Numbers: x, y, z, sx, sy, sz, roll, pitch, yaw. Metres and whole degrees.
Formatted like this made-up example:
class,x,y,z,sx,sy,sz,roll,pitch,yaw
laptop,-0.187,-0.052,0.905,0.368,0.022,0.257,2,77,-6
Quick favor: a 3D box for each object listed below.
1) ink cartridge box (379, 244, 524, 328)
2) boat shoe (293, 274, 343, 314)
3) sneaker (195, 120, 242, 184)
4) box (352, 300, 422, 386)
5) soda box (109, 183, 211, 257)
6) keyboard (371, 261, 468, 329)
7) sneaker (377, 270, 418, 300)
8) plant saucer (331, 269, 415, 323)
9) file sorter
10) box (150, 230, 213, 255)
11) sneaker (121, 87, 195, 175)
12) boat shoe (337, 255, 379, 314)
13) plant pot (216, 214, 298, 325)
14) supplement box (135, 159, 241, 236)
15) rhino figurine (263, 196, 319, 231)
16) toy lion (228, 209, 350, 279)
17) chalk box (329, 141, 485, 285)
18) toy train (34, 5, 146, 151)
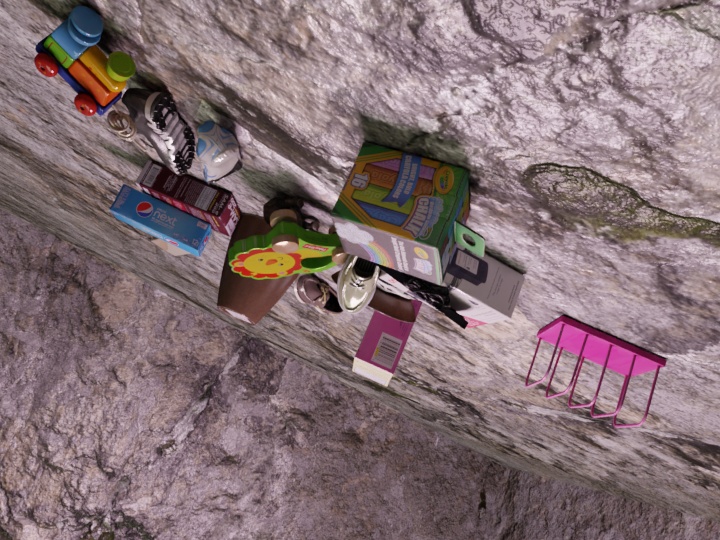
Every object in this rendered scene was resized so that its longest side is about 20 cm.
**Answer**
class,x,y,z,sx,sy,sz,roll,pitch,yaw
ink cartridge box,0.150,0.011,1.056,0.199,0.085,0.145,29,161,-12
boat shoe,-0.103,0.064,1.582,0.059,0.073,0.200,8,161,27
sneaker,-0.239,-0.195,1.036,0.073,0.071,0.200,61,165,-2
box,0.060,0.160,1.460,0.096,0.177,0.200,23,162,5
soda box,-0.419,-0.104,1.317,0.198,0.065,0.068,26,165,-4
keyboard,0.105,0.028,0.995,0.199,0.040,0.104,34,-177,-25
sneaker,0.041,0.001,1.192,0.088,0.075,0.200,4,153,44
plant saucer,0.034,0.043,1.289,0.199,0.037,0.201,27,-170,-5
file sorter,0.425,0.194,1.156,0.198,0.127,0.139,23,163,4
box,-0.427,-0.097,1.507,0.077,0.096,0.199,34,159,-28
sneaker,-0.336,-0.235,1.035,0.090,0.067,0.200,24,159,12
boat shoe,0.000,0.000,1.084,0.071,0.062,0.202,19,122,2
plant pot,-0.230,0.012,1.377,0.185,0.202,0.187,21,163,7
supplement box,-0.358,-0.150,1.311,0.198,0.061,0.109,23,164,7
rhino figurine,-0.125,-0.077,1.210,0.086,0.060,0.200,10,156,22
toy lion,-0.133,-0.030,1.145,0.198,0.069,0.191,10,150,-35
chalk box,0.079,-0.071,0.853,0.198,0.125,0.125,18,161,16
toy train,-0.354,-0.269,0.890,0.115,0.085,0.200,-16,125,45
